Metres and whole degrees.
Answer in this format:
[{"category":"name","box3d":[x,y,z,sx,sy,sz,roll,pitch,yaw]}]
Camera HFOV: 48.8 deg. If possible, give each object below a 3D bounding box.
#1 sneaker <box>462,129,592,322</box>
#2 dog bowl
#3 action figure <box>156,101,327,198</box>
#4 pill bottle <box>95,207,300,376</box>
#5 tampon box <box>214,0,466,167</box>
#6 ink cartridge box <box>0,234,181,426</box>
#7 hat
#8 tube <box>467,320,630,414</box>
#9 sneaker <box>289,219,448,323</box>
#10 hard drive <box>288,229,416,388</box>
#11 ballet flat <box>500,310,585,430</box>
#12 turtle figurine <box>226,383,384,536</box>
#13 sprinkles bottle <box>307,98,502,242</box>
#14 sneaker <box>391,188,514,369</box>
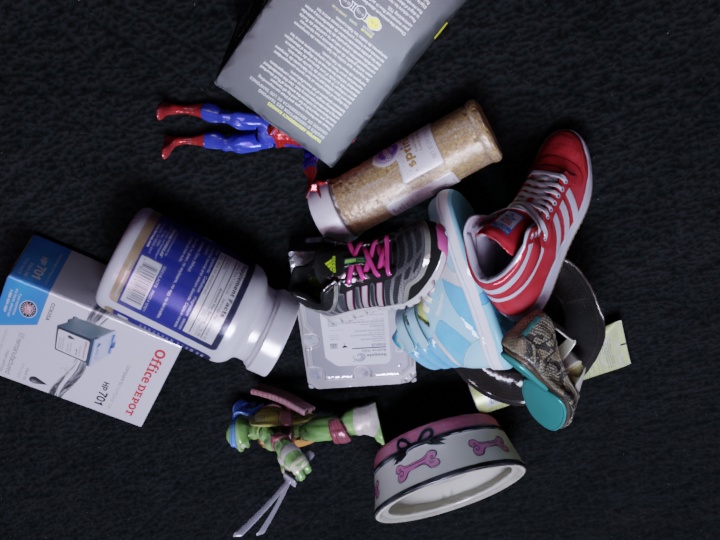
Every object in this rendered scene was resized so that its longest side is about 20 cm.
[{"category":"sneaker","box3d":[0.162,-0.060,0.760,0.070,0.203,0.112,11,167,37]},{"category":"dog bowl","box3d":[0.103,0.246,0.992,0.196,0.075,0.201,-13,152,-7]},{"category":"action figure","box3d":[-0.100,-0.123,0.775,0.196,0.100,0.066,-1,126,-3]},{"category":"pill bottle","box3d":[-0.170,0.028,0.851,0.198,0.116,0.116,28,120,-12]},{"category":"tampon box","box3d":[-0.012,-0.224,0.672,0.125,0.151,0.200,33,118,-20]},{"category":"ink cartridge box","box3d":[-0.311,0.072,0.910,0.197,0.086,0.147,25,121,-14]},{"category":"hat","box3d":[0.182,0.049,0.891,0.197,0.081,0.204,10,120,18]},{"category":"tube","box3d":[0.230,0.121,0.971,0.197,0.058,0.053,-21,78,10]},{"category":"sneaker","box3d":[0.000,0.000,0.785,0.086,0.075,0.198,18,152,-37]},{"category":"hard drive","box3d":[-0.005,0.050,0.925,0.137,0.038,0.203,-3,125,2]},{"category":"ballet flat","box3d":[0.196,0.101,0.811,0.076,0.067,0.200,-49,143,-10]},{"category":"turtle figurine","box3d":[-0.062,0.237,0.976,0.190,0.202,0.145,-13,140,-2]},{"category":"sprinkles bottle","box3d":[0.044,-0.097,0.807,0.198,0.069,0.069,-27,120,16]},{"category":"sneaker","box3d":[0.077,0.022,0.825,0.129,0.080,0.203,-12,109,27]}]
